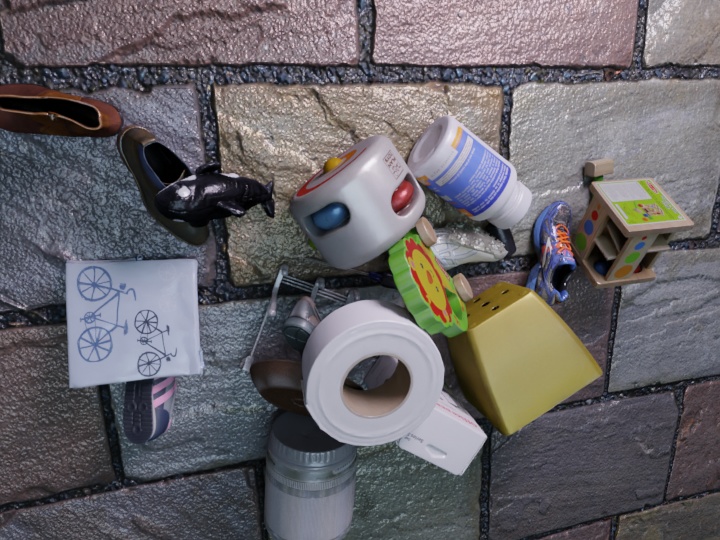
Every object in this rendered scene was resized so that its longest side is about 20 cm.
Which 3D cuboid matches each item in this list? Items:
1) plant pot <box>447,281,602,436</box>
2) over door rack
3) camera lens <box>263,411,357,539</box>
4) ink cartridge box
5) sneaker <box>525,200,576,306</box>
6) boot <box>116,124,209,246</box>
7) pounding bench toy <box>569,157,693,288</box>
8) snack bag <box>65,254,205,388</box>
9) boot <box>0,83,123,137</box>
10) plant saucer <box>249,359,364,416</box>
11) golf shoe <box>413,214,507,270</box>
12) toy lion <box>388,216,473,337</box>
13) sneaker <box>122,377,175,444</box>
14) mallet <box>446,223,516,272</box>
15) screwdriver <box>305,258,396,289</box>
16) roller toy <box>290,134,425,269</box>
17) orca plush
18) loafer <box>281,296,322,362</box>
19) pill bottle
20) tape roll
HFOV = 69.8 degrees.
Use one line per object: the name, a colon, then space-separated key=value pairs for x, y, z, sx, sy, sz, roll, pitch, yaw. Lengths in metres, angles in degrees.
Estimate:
plant pot: x=0.262 y=0.134 z=0.923 sx=0.199 sy=0.200 sz=0.178 roll=-30 pitch=98 yaw=-5
over door rack: x=-0.100 y=0.108 z=0.874 sx=0.146 sy=0.067 sz=0.202 roll=20 pitch=99 yaw=-19
camera lens: x=-0.087 y=0.363 z=0.901 sx=0.158 sy=0.160 sz=0.203 roll=1 pitch=106 yaw=-15
ink cartridge box: x=0.106 y=0.238 z=0.895 sx=0.145 sy=0.200 sz=0.084 roll=31 pitch=97 yaw=-22
sneaker: x=0.361 y=-0.028 z=0.942 sx=0.074 sy=0.078 sz=0.203 roll=9 pitch=87 yaw=-24
boot: x=-0.269 y=-0.108 z=0.734 sx=0.075 sy=0.097 sz=0.201 roll=-40 pitch=125 yaw=-19
pounding bench toy: x=0.459 y=-0.088 z=0.947 sx=0.123 sy=0.201 sz=0.157 roll=-6 pitch=139 yaw=-11
snack bag: x=-0.342 y=0.073 z=0.787 sx=0.197 sy=0.021 sz=0.191 roll=-4 pitch=85 yaw=-12
boot: x=-0.401 y=-0.191 z=0.632 sx=0.186 sy=0.200 sz=0.069 roll=10 pitch=103 yaw=-18
plant saucer: x=-0.090 y=0.203 z=0.845 sx=0.199 sy=0.200 sz=0.037 roll=26 pitch=58 yaw=-20
golf shoe: x=0.149 y=-0.033 z=0.895 sx=0.197 sy=0.079 sz=0.098 roll=12 pitch=120 yaw=1
toy lion: x=0.106 y=0.026 z=0.780 sx=0.068 sy=0.193 sz=0.201 roll=-27 pitch=118 yaw=21
sneaker: x=-0.330 y=0.171 z=0.837 sx=0.069 sy=0.082 sz=0.203 roll=8 pitch=86 yaw=14
mallet: x=0.184 y=-0.032 z=0.930 sx=0.198 sy=0.041 sz=0.067 roll=-20 pitch=108 yaw=-4
screwdriver: x=0.000 y=0.000 z=0.892 sx=0.198 sy=0.028 sz=0.029 roll=19 pitch=70 yaw=-19
roller toy: x=-0.006 y=-0.109 z=0.773 sx=0.199 sy=0.182 sz=0.140 roll=-38 pitch=109 yaw=-2
orca plush: x=-0.188 y=-0.088 z=0.741 sx=0.106 sy=0.071 sz=0.199 roll=-55 pitch=153 yaw=17
loafer: x=-0.064 y=0.121 z=0.819 sx=0.071 sy=0.063 sz=0.201 roll=4 pitch=140 yaw=19
pill bottle: x=0.184 y=-0.153 z=0.851 sx=0.199 sy=0.112 sz=0.113 roll=32 pitch=96 yaw=-21
tape roll: x=0.015 y=0.148 z=0.740 sx=0.200 sy=0.071 sz=0.205 roll=-5 pitch=112 yaw=-11
